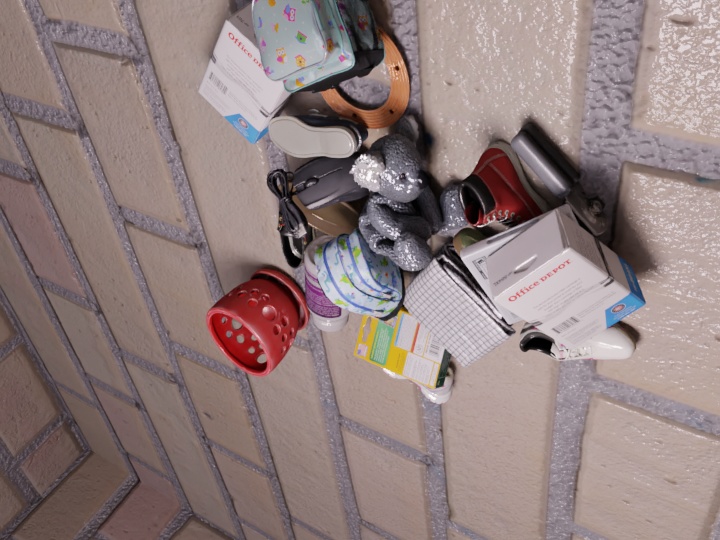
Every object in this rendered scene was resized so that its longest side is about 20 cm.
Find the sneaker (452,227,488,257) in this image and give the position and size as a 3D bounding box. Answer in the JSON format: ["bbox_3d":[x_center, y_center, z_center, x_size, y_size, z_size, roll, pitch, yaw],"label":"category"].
[{"bbox_3d":[0.257,-0.020,1.286,0.199,0.068,0.090,38,142,-3],"label":"sneaker"}]

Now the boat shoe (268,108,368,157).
[{"bbox_3d":[-0.076,-0.245,1.343,0.196,0.062,0.077,8,122,35],"label":"boat shoe"}]

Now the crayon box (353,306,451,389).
[{"bbox_3d":[0.092,0.146,1.557,0.196,0.051,0.129,19,98,28],"label":"crayon box"}]

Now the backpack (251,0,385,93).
[{"bbox_3d":[-0.074,-0.385,1.142,0.173,0.151,0.205,-8,94,44],"label":"backpack"}]

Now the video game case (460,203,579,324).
[{"bbox_3d":[0.278,-0.003,1.201,0.179,0.024,0.200,-23,134,22],"label":"video game case"}]

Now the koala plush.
[{"bbox_3d":[0.061,-0.139,1.265,0.182,0.177,0.203,22,144,40],"label":"koala plush"}]

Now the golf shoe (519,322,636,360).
[{"bbox_3d":[0.369,0.129,1.305,0.196,0.092,0.074,8,131,36],"label":"golf shoe"}]

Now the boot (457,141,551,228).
[{"bbox_3d":[0.227,-0.079,1.186,0.072,0.145,0.202,-16,116,48],"label":"boot"}]

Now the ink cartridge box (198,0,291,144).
[{"bbox_3d":[-0.192,-0.348,1.355,0.146,0.086,0.200,43,143,-2],"label":"ink cartridge box"}]

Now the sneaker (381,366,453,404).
[{"bbox_3d":[0.121,0.194,1.618,0.197,0.082,0.089,29,138,7],"label":"sneaker"}]

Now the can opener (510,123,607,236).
[{"bbox_3d":[0.297,-0.127,1.151,0.200,0.053,0.067,46,143,-3],"label":"can opener"}]

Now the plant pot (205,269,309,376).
[{"bbox_3d":[-0.232,0.112,1.765,0.197,0.183,0.203,24,140,21],"label":"plant pot"}]

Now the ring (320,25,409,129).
[{"bbox_3d":[-0.001,-0.328,1.256,0.197,0.019,0.203,24,139,22],"label":"ring"}]

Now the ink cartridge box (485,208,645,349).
[{"bbox_3d":[0.307,0.017,1.143,0.198,0.086,0.145,30,129,-31],"label":"ink cartridge box"}]

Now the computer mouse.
[{"bbox_3d":[-0.058,-0.154,1.338,0.053,0.196,0.141,98,147,-70],"label":"computer mouse"}]

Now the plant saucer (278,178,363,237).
[{"bbox_3d":[-0.068,-0.121,1.460,0.196,0.030,0.201,22,162,8],"label":"plant saucer"}]

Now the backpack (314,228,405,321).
[{"bbox_3d":[0.000,0.000,1.395,0.153,0.197,0.167,-29,64,43],"label":"backpack"}]

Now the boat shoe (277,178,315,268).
[{"bbox_3d":[-0.137,-0.094,1.579,0.072,0.063,0.205,21,137,29],"label":"boat shoe"}]

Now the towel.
[{"bbox_3d":[0.189,0.062,1.415,0.200,0.086,0.166,43,142,2],"label":"towel"}]

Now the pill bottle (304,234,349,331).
[{"bbox_3d":[-0.063,0.032,1.590,0.111,0.113,0.203,26,140,20],"label":"pill bottle"}]
